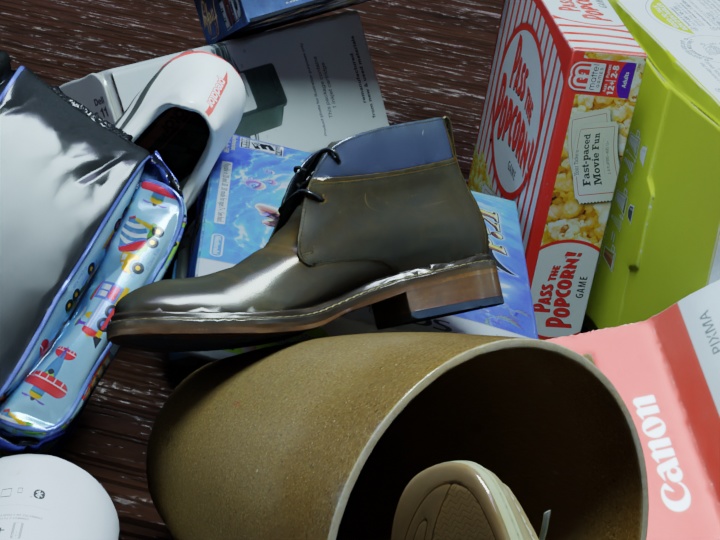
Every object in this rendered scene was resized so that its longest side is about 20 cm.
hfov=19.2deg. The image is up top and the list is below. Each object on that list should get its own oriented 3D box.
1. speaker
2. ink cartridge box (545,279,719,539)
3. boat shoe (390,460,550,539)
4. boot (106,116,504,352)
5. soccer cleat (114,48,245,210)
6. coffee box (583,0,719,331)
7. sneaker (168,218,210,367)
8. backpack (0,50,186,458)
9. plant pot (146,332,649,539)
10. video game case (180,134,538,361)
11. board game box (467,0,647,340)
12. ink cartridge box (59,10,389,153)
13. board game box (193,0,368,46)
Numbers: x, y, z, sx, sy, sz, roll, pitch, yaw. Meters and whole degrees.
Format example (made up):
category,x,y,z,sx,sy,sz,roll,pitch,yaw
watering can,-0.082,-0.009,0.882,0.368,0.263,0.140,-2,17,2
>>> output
category,x,y,z,sx,sy,sz,roll,pitch,yaw
speaker,-0.150,0.163,0.894,0.081,0.081,0.200,6,28,-4
ink cartridge box,0.204,0.074,1.072,0.199,0.057,0.163,-8,56,-13
boat shoe,0.066,0.170,0.848,0.073,0.201,0.063,-13,2,41
boot,-0.031,-0.016,1.001,0.199,0.097,0.075,-7,-5,-28
soccer cleat,-0.132,-0.034,1.153,0.069,0.200,0.085,36,22,-12
coffee box,0.245,-0.036,1.238,0.197,0.200,0.200,-1,30,-18
sneaker,-0.053,-0.001,1.232,0.082,0.073,0.200,13,28,13
backpack,-0.184,0.019,1.061,0.134,0.200,0.183,31,64,-4
plant pot,-0.004,0.103,0.966,0.186,0.187,0.200,-15,19,-36
video game case,0.000,0.000,1.139,0.181,0.046,0.200,14,26,-8
board game box,0.109,-0.067,1.261,0.046,0.201,0.152,4,27,-12
ink cartridge box,-0.106,-0.090,1.314,0.200,0.083,0.146,-18,4,-39
board game box,0.007,-0.185,1.289,0.199,0.035,0.135,-18,4,-13
